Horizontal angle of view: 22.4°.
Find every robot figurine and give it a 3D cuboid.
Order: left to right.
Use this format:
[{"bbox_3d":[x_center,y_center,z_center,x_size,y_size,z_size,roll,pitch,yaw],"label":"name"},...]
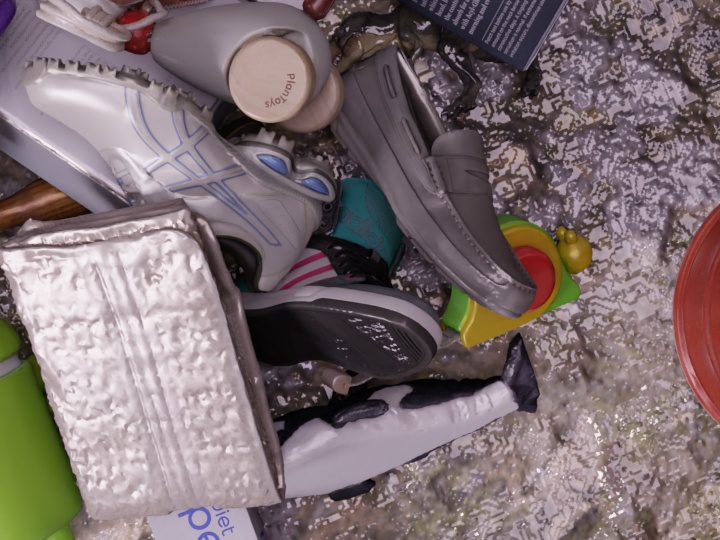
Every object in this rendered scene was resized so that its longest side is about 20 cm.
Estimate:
[{"bbox_3d":[-0.247,0.111,1.134,0.175,0.115,0.201,-26,98,-39],"label":"robot figurine"}]

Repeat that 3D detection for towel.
[{"bbox_3d":[-0.128,0.057,1.082,0.131,0.035,0.201,-7,113,16],"label":"towel"}]

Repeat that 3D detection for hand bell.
[{"bbox_3d":[-0.246,-0.029,1.173,0.199,0.104,0.105,-18,89,-15],"label":"hand bell"}]

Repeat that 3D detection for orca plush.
[{"bbox_3d":[0.012,0.082,1.173,0.199,0.105,0.071,-26,58,0],"label":"orca plush"}]

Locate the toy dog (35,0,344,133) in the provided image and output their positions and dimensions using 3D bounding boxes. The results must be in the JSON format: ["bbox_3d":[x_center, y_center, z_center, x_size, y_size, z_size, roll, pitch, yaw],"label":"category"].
[{"bbox_3d":[-0.089,-0.157,1.078,0.199,0.132,0.097,24,95,-13],"label":"toy dog"}]

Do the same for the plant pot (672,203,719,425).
[{"bbox_3d":[0.310,0.027,1.120,0.199,0.195,0.203,0,88,-2],"label":"plant pot"}]

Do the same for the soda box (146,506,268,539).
[{"bbox_3d":[-0.098,0.161,1.166,0.063,0.068,0.201,-21,88,0],"label":"soda box"}]

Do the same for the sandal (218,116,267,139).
[{"bbox_3d":[-0.107,-0.006,1.161,0.054,0.082,0.201,32,75,15],"label":"sandal"}]

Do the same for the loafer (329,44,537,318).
[{"bbox_3d":[0.050,-0.057,1.124,0.070,0.070,0.200,-43,66,16],"label":"loafer"}]

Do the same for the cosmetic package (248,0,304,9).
[{"bbox_3d":[-0.096,-0.244,1.189,0.200,0.051,0.083,38,89,0],"label":"cosmetic package"}]

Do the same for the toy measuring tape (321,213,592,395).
[{"bbox_3d":[0.060,0.012,1.163,0.199,0.074,0.074,-22,89,-17],"label":"toy measuring tape"}]

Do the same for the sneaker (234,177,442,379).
[{"bbox_3d":[0.000,0.000,1.130,0.084,0.199,0.121,46,64,-30],"label":"sneaker"}]

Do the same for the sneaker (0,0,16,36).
[{"bbox_3d":[-0.255,-0.086,1.078,0.083,0.081,0.201,26,108,-26],"label":"sneaker"}]

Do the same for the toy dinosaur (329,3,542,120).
[{"bbox_3d":[0.076,-0.150,1.196,0.199,0.047,0.089,-19,82,-5],"label":"toy dinosaur"}]

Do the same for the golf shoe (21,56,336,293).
[{"bbox_3d":[-0.114,-0.055,1.067,0.199,0.078,0.098,25,83,-15],"label":"golf shoe"}]

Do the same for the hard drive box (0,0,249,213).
[{"bbox_3d":[-0.179,-0.142,1.153,0.199,0.077,0.156,35,73,0],"label":"hard drive box"}]

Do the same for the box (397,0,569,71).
[{"bbox_3d":[0.060,-0.248,1.135,0.199,0.107,0.149,30,54,0],"label":"box"}]
